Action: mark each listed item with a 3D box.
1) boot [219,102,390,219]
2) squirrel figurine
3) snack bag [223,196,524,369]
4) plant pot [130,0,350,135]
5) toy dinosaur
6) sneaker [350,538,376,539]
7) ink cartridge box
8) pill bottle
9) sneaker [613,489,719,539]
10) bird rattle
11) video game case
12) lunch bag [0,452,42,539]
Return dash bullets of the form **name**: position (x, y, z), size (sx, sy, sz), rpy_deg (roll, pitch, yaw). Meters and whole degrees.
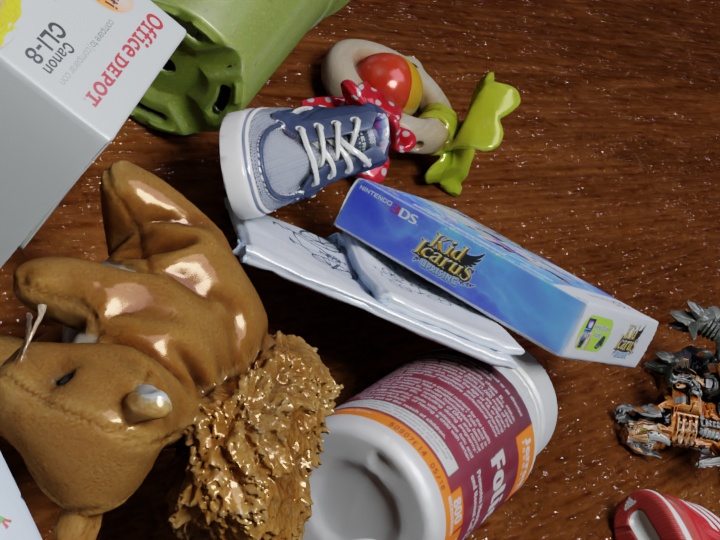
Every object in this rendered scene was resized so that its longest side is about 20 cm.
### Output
- **boot**: position (-0.034, -0.086, 0.908), size (0.200, 0.090, 0.073), rpy_deg (-62, 142, -73)
- **squirrel figurine**: position (-0.096, 0.067, 0.663), size (0.200, 0.142, 0.187), rpy_deg (34, 14, -10)
- **snack bag**: position (0.000, 0.000, 0.900), size (0.200, 0.021, 0.189), rpy_deg (22, 10, -14)
- **plant pot**: position (-0.112, -0.204, 0.958), size (0.200, 0.200, 0.190), rpy_deg (36, 49, -17)
- **toy dinosaur**: position (0.315, 0.114, 1.162), size (0.200, 0.102, 0.136), rpy_deg (8, 47, -31)
- **sneaker**: position (-0.012, 0.222, 0.637), size (0.118, 0.201, 0.074), rpy_deg (26, 13, -35)
- **ink cartridge box**: position (-0.232, -0.127, 0.760), size (0.200, 0.145, 0.145), rpy_deg (39, 35, -15)
- **pill bottle**: position (0.046, 0.117, 0.857), size (0.114, 0.114, 0.200), rpy_deg (53, 35, 7)
- **sneaker**: position (0.284, 0.259, 1.017), size (0.115, 0.078, 0.200), rpy_deg (8, 52, -42)
- **bird rattle**: position (0.024, -0.136, 1.130), size (0.200, 0.113, 0.163), rpy_deg (-1, 45, -33)
- **video game case**: position (0.106, 0.003, 0.980), size (0.200, 0.045, 0.181), rpy_deg (31, 8, 27)
- **lunch bag**: position (-0.239, 0.114, 0.523), size (0.200, 0.124, 0.170), rpy_deg (-23, 73, -20)
